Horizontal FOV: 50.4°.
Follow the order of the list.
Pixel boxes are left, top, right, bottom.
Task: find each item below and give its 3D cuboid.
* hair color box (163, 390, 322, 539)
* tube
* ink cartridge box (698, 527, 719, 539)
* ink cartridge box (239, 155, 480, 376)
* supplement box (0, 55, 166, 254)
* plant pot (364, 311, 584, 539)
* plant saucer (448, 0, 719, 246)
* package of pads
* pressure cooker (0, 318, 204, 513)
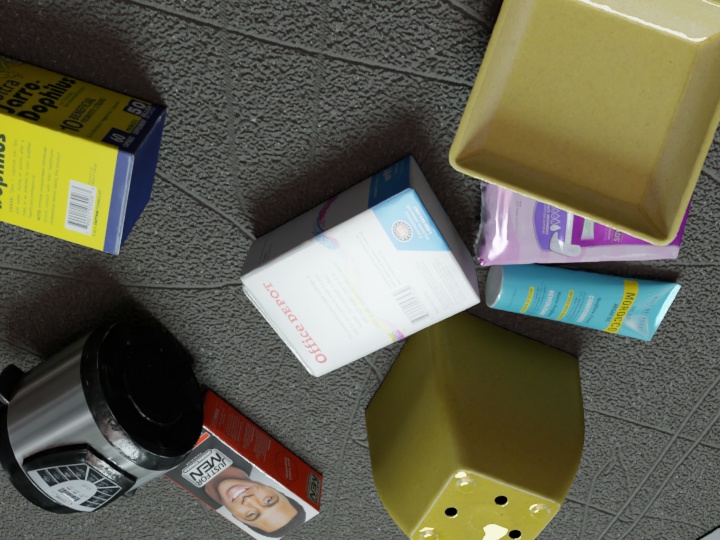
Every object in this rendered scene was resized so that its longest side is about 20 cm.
[{"bbox_3d":[-0.151,0.250,0.955,0.101,0.062,0.200,-39,114,23],"label":"hair color box"},{"bbox_3d":[0.232,0.029,0.809,0.197,0.051,0.078,9,130,-9],"label":"tube"},{"bbox_3d":[0.510,0.456,1.036,0.199,0.085,0.146,34,118,-18],"label":"ink cartridge box"},{"bbox_3d":[0.000,0.000,0.775,0.198,0.085,0.145,-27,117,17],"label":"ink cartridge box"},{"bbox_3d":[-0.296,-0.113,0.704,0.197,0.109,0.111,16,122,-8],"label":"supplement box"},{"bbox_3d":[0.124,0.194,0.824,0.193,0.201,0.196,21,121,-11],"label":"plant pot"},{"bbox_3d":[0.196,-0.147,0.645,0.197,0.048,0.203,21,94,4],"label":"plant saucer"},{"bbox_3d":[0.207,-0.070,0.726,0.197,0.076,0.122,-1,123,3],"label":"package of pads"},{"bbox_3d":[-0.295,0.169,0.847,0.198,0.178,0.178,-28,77,20],"label":"pressure cooker"}]
